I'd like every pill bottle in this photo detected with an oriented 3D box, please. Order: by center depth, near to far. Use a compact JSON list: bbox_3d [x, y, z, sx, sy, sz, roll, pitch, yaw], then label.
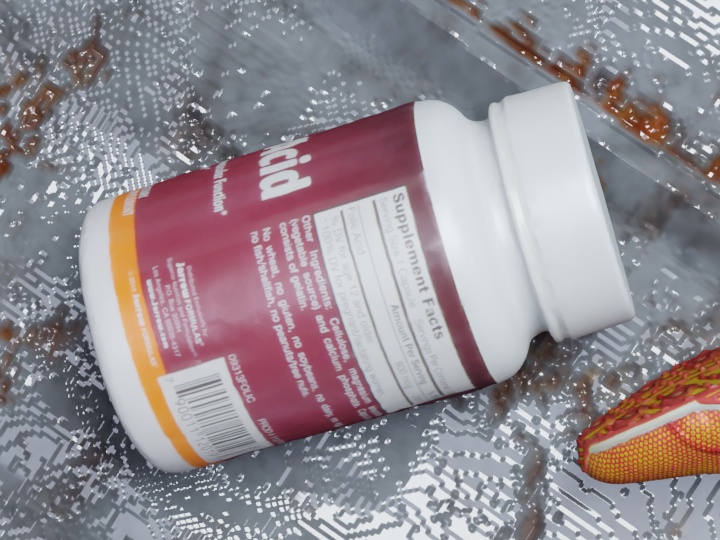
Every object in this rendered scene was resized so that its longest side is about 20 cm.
[{"bbox_3d":[0.000,0.000,0.768,0.198,0.114,0.115,-16,88,8],"label":"pill bottle"}]

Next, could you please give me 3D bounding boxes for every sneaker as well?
[{"bbox_3d":[0.183,0.060,0.763,0.198,0.073,0.078,-14,98,11],"label":"sneaker"}]
